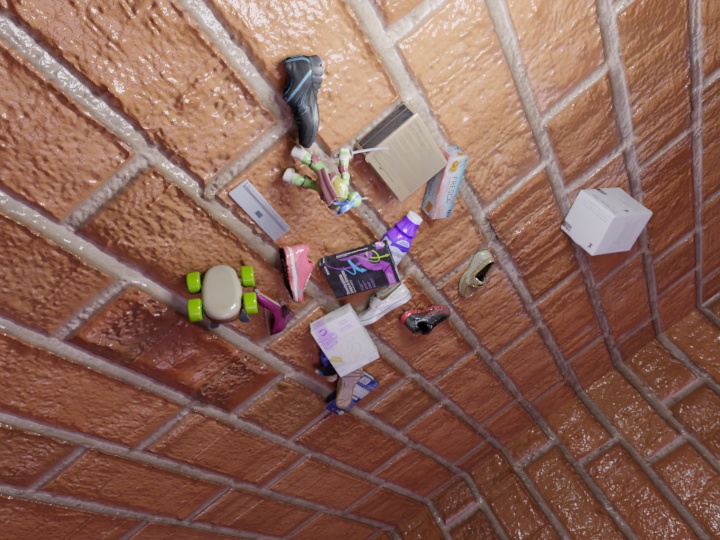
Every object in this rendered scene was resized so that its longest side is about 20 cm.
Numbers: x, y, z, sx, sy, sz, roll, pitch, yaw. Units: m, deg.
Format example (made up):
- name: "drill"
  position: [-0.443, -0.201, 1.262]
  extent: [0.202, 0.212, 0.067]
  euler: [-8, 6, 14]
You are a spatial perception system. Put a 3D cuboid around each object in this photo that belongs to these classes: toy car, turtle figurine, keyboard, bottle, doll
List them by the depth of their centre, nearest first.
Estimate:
- name: "turtle figurine"
  position: [-0.068, -0.220, 1.291]
  extent: [0.200, 0.193, 0.144]
  euler: [-59, 174, -27]
- name: "keyboard"
  position: [-0.245, -0.144, 1.352]
  extent: [0.056, 0.011, 0.200]
  euler: [-32, 139, 6]
- name: "toy car"
  position: [-0.350, 0.098, 1.423]
  extent: [0.163, 0.158, 0.200]
  euler: [-7, 146, -11]
- name: "bottle"
  position: [0.104, -0.079, 1.586]
  extent: [0.083, 0.065, 0.200]
  euler: [19, 118, -36]
- name: "doll"
  position: [-0.092, 0.308, 1.847]
  extent: [0.136, 0.049, 0.201]
  euler: [-14, 135, -19]

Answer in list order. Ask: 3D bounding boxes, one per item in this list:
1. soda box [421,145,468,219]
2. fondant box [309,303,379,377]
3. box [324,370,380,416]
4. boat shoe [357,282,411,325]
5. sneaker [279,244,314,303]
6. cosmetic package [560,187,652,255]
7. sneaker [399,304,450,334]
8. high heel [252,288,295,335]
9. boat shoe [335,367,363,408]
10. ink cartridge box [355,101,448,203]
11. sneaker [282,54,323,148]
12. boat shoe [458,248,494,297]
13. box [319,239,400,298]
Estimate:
- name: "soda box"
  position: [0.230, -0.241, 1.512]
  extent: [0.068, 0.064, 0.201]
  euler: [-10, 134, -24]
- name: "fondant box"
  position: [-0.049, 0.220, 1.719]
  extent: [0.144, 0.058, 0.200]
  euler: [-28, 115, 5]
- name: "box"
  position: [-0.036, 0.456, 2.034]
  extent: [0.200, 0.032, 0.121]
  euler: [-41, 138, 7]
- name: "boat shoe"
  position: [0.062, 0.103, 1.742]
  extent: [0.199, 0.071, 0.070]
  euler: [-30, 109, 10]
- name: "sneaker"
  position: [-0.163, 0.011, 1.500]
  extent: [0.086, 0.074, 0.201]
  euler: [-19, 137, -17]
- name: "cosmetic package"
  position: [0.842, -0.171, 1.885]
  extent: [0.199, 0.165, 0.166]
  euler: [-7, 132, -28]
- name: "sneaker"
  position: [0.236, 0.173, 1.887]
  extent: [0.200, 0.098, 0.071]
  euler: [-7, 131, -29]
- name: "high heel"
  position: [-0.264, 0.123, 1.544]
  extent: [0.096, 0.067, 0.200]
  euler: [-46, 142, -2]
- name: "boat shoe"
  position: [-0.048, 0.382, 1.936]
  extent: [0.070, 0.069, 0.201]
  euler: [17, 101, -19]
- name: "ink cartridge box"
  position: [0.106, -0.292, 1.378]
  extent: [0.165, 0.075, 0.200]
  euler: [-38, 139, 7]
- name: "sneaker"
  position: [-0.129, -0.361, 1.179]
  extent: [0.081, 0.073, 0.201]
  euler: [-4, 124, -14]
- name: "boat shoe"
  position: [0.395, 0.023, 1.865]
  extent: [0.074, 0.066, 0.201]
  euler: [-6, 132, -27]
- name: "box"
  position: [0.000, 0.000, 1.560]
  extent: [0.199, 0.036, 0.143]
  euler: [-15, 131, 11]
